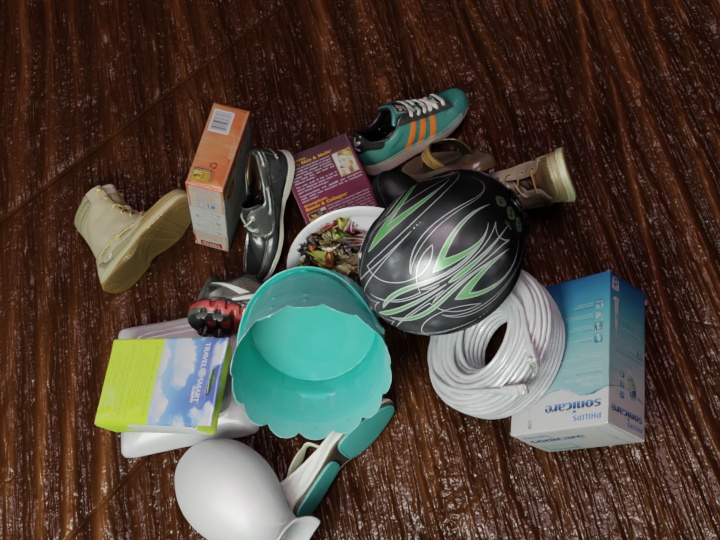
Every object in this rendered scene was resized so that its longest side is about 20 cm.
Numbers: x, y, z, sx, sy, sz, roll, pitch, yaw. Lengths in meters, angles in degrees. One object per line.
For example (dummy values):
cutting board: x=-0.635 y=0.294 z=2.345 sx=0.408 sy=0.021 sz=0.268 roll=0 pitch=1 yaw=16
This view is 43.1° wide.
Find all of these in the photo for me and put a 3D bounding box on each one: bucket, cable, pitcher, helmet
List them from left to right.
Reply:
pitcher: x=-0.150 y=0.320 z=1.155 sx=0.121 sy=0.172 sz=0.200 roll=-12 pitch=34 yaw=-43
bucket: x=-0.063 y=0.101 z=1.179 sx=0.207 sy=0.207 sz=0.135 roll=-12 pitch=25 yaw=3
helmet: x=0.098 y=-0.016 z=1.111 sx=0.200 sy=0.200 sz=0.191 roll=21 pitch=45 yaw=18
cable: x=0.172 y=0.092 z=1.178 sx=0.200 sy=0.069 sz=0.200 roll=-26 pitch=48 yaw=47

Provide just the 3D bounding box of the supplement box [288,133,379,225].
supplement box: x=-0.028 y=-0.087 z=1.343 sx=0.110 sy=0.086 sz=0.200 roll=-23 pitch=63 yaw=-1

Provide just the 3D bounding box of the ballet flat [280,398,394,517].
ballet flat: x=-0.040 y=0.234 z=1.207 sx=0.069 sy=0.069 sz=0.200 roll=36 pitch=78 yaw=23

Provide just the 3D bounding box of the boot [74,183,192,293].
boot: x=-0.346 y=-0.084 z=1.379 sx=0.200 sy=0.073 sz=0.155 roll=-45 pitch=59 yaw=19

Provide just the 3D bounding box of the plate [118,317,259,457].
plate: x=-0.251 y=0.151 z=1.296 sx=0.199 sy=0.032 sz=0.200 roll=-11 pitch=63 yaw=3

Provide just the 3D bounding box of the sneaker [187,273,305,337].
sneaker: x=-0.138 y=0.052 z=1.292 sx=0.200 sy=0.071 sz=0.098 roll=10 pitch=53 yaw=-4

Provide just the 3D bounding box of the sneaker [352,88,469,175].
sneaker: x=0.077 y=-0.228 z=1.389 sx=0.200 sy=0.080 sz=0.071 roll=-36 pitch=44 yaw=-8

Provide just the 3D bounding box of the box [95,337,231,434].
box: x=-0.254 y=0.152 z=1.211 sx=0.200 sy=0.048 sz=0.122 roll=-4 pitch=67 yaw=30

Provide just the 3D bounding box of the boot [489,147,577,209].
boot: x=0.212 y=-0.114 z=1.262 sx=0.155 sy=0.200 sz=0.072 roll=-12 pitch=88 yaw=5

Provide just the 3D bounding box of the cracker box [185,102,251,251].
cracker box: x=-0.202 y=-0.131 z=1.327 sx=0.058 sy=0.200 sz=0.134 roll=14 pitch=66 yaw=1

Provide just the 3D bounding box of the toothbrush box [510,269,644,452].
toothbrush box: x=0.276 y=0.118 z=1.156 sx=0.146 sy=0.085 sz=0.200 roll=-20 pitch=53 yaw=44

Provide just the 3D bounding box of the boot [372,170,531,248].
boot: x=0.125 y=-0.083 z=1.242 sx=0.198 sy=0.162 sz=0.073 roll=55 pitch=46 yaw=-2

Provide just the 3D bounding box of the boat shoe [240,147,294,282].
boat shoe: x=-0.150 y=-0.080 z=1.331 sx=0.072 sy=0.068 sz=0.200 roll=20 pitch=104 yaw=44

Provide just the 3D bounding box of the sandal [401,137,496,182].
sandal: x=0.123 y=-0.163 z=1.318 sx=0.080 sy=0.200 sz=0.054 roll=-33 pitch=108 yaw=-18

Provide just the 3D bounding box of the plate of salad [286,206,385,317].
plate of salad: x=0.000 y=0.000 z=1.238 sx=0.200 sy=0.200 sz=0.048 roll=-10 pitch=40 yaw=4
